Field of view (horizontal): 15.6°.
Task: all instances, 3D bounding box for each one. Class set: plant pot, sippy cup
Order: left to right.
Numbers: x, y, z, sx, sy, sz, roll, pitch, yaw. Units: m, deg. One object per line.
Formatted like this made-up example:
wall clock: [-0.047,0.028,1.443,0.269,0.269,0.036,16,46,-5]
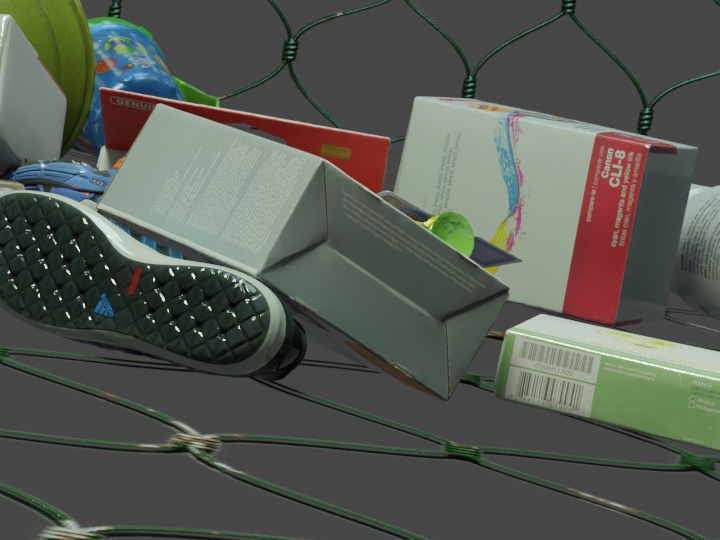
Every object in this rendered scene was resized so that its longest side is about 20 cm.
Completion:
plant pot: [-0.340,-0.151,2.017,0.200,0.201,0.193,14,19,27]
sippy cup: [-0.229,-0.160,2.517,0.177,0.140,0.130,-30,31,-12]

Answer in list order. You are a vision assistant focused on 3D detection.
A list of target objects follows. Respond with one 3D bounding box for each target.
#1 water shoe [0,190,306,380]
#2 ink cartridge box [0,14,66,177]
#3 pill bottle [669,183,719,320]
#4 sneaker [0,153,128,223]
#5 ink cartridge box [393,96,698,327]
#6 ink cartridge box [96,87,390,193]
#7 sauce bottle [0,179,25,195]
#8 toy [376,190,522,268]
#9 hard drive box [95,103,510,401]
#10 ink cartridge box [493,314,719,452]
water shoe: [-0.123,0.018,1.432,0.199,0.072,0.079,22,-7,26]
ink cartridge box: [-0.307,-0.105,1.718,0.199,0.086,0.148,0,-16,10]
pill bottle: [0.327,-0.009,2.179,0.113,0.114,0.200,7,8,-34]
sneaker: [-0.168,-0.027,1.666,0.199,0.079,0.075,-6,-19,42]
ink cartridge box: [0.139,-0.048,2.056,0.199,0.145,0.145,13,7,21]
ink cartridge box: [-0.083,-0.050,1.788,0.199,0.045,0.176,10,-22,2]
sauce bottle: [-0.300,-0.040,1.565,0.199,0.065,0.065,11,6,-14]
toy: [0.000,0.000,1.738,0.115,0.047,0.200,25,-24,-30]
hard drive box: [-0.035,-0.013,1.517,0.156,0.077,0.200,34,-7,-32]
ink cartridge box: [0.172,0.062,1.594,0.145,0.048,0.200,12,9,14]
